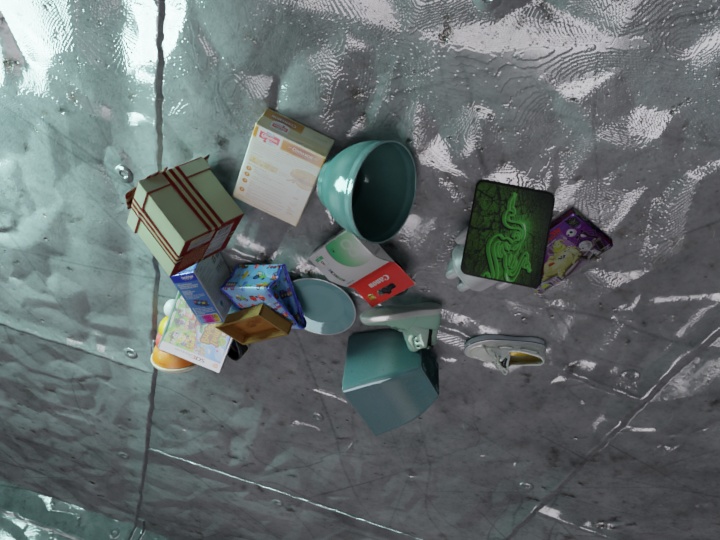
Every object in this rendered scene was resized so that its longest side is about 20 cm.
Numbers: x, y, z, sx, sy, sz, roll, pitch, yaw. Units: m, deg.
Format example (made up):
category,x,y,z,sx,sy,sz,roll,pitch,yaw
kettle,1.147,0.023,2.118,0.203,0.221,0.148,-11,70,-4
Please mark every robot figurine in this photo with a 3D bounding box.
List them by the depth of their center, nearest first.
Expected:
category,x,y,z,sx,sy,sz,roll,pitch,yaw
robot figurine,0.274,-0.031,1.300,0.200,0.113,0.170,-32,115,36

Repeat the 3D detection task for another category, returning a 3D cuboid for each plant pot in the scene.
category,x,y,z,sx,sy,sz,roll,pitch,yaw
plant pot,0.000,-0.166,1.226,0.134,0.200,0.201,19,140,37
plant pot,0.092,0.271,1.575,0.200,0.197,0.196,-19,123,19

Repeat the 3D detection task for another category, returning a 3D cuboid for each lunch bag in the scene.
category,x,y,z,sx,sy,sz,roll,pitch,yaw
lunch bag,-0.231,0.086,1.550,0.150,0.094,0.200,0,132,28

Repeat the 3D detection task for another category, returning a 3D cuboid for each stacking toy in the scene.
category,x,y,z,sx,sy,sz,roll,pitch,yaw
stacking toy,-0.515,0.172,1.720,0.146,0.146,0.200,9,115,8

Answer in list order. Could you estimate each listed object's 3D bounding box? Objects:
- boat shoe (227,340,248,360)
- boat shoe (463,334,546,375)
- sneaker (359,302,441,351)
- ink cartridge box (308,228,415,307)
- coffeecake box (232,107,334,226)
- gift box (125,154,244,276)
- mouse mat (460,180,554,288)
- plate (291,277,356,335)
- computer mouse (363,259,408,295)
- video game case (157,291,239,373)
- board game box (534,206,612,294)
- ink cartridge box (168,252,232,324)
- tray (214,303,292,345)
category,x,y,z,sx,sy,sz,roll,pitch,yaw
boat shoe,-0.379,0.170,1.701,0.074,0.062,0.200,-13,123,26
boat shoe,0.353,0.214,1.512,0.201,0.086,0.075,1,131,15
sneaker,0.098,0.145,1.477,0.200,0.074,0.119,-3,107,-10
ink cartridge box,0.000,0.000,1.392,0.200,0.050,0.161,48,135,-10
coffeecake box,-0.164,-0.213,1.292,0.153,0.073,0.200,25,133,-6
gift box,-0.375,-0.134,1.324,0.187,0.184,0.200,50,136,7
mouse mat,0.294,-0.075,1.224,0.160,0.201,0.008,11,171,6
plate,-0.107,0.088,1.575,0.200,0.026,0.201,8,132,8
computer mouse,0.029,-0.014,1.433,0.200,0.053,0.139,30,135,6
video game case,-0.428,0.155,1.652,0.182,0.022,0.200,23,102,-3
board game box,0.417,-0.037,1.314,0.120,0.032,0.200,37,130,-12
ink cartridge box,-0.388,0.015,1.515,0.076,0.137,0.200,-8,128,16
tray,-0.272,0.138,1.557,0.200,0.037,0.099,-16,135,45
